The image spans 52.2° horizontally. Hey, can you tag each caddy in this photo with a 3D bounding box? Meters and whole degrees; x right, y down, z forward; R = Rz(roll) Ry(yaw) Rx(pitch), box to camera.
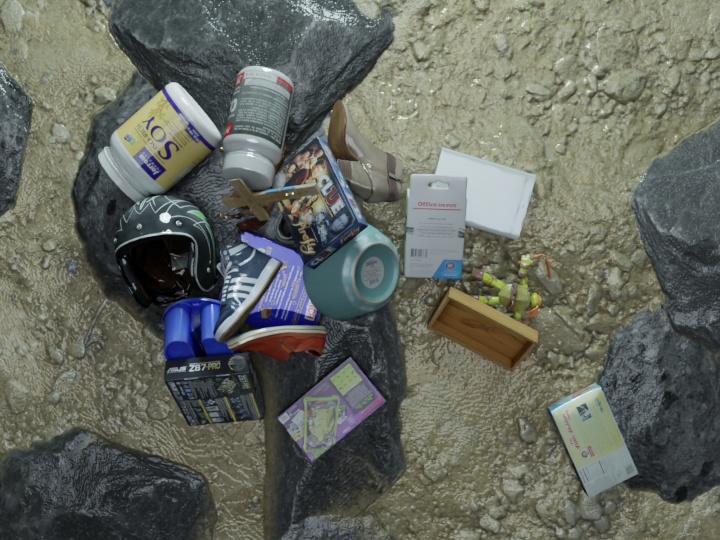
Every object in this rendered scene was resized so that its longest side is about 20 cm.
[{"bbox_3d":[-0.300,0.128,1.403,0.138,0.202,0.107,-5,54,-2],"label":"caddy"}]

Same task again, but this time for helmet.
[{"bbox_3d":[-0.363,-0.044,1.372,0.196,0.200,0.194,-16,104,1],"label":"helmet"}]

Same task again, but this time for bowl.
[{"bbox_3d":[0.000,0.000,1.385,0.198,0.104,0.205,-7,101,-39],"label":"bowl"}]

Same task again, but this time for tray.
[{"bbox_3d":[0.242,0.117,1.460,0.197,0.037,0.099,28,131,-3],"label":"tray"}]

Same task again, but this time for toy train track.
[{"bbox_3d":[-0.163,-0.144,1.336,0.196,0.115,0.033,-5,53,24],"label":"toy train track"}]

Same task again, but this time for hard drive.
[{"bbox_3d":[0.237,-0.152,1.463,0.196,0.026,0.135,16,95,-3],"label":"hard drive"}]

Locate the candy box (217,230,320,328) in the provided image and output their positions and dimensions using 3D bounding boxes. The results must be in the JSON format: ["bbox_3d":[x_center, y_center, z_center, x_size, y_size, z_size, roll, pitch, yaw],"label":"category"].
[{"bbox_3d":[-0.164,0.034,1.448,0.197,0.077,0.172,21,93,-2],"label":"candy box"}]

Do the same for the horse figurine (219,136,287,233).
[{"bbox_3d":[-0.208,-0.165,1.429,0.130,0.050,0.205,2,79,-19],"label":"horse figurine"}]

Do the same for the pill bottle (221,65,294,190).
[{"bbox_3d":[-0.194,-0.264,1.371,0.111,0.114,0.204,10,74,-2],"label":"pill bottle"}]

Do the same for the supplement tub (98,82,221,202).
[{"bbox_3d":[-0.377,-0.236,1.383,0.199,0.145,0.146,-40,95,2],"label":"supplement tub"}]

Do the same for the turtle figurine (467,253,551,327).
[{"bbox_3d":[0.292,0.059,1.462,0.158,0.064,0.204,10,107,5],"label":"turtle figurine"}]

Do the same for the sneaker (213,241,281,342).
[{"bbox_3d":[-0.237,0.032,1.340,0.108,0.070,0.201,33,53,-1],"label":"sneaker"}]

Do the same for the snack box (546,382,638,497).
[{"bbox_3d":[0.476,0.349,1.508,0.114,0.037,0.203,-25,95,1],"label":"snack box"}]

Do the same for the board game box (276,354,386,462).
[{"bbox_3d":[-0.059,0.281,1.497,0.199,0.032,0.121,-39,91,3],"label":"board game box"}]

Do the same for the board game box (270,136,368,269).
[{"bbox_3d":[-0.082,-0.125,1.346,0.135,0.034,0.202,-37,62,20],"label":"board game box"}]

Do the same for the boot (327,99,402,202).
[{"bbox_3d":[0.013,-0.224,1.425,0.144,0.070,0.204,12,65,-26],"label":"boot"}]

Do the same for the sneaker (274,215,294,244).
[{"bbox_3d":[-0.089,-0.128,1.433,0.074,0.080,0.200,42,91,-2],"label":"sneaker"}]

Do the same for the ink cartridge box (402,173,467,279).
[{"bbox_3d":[0.144,-0.091,1.424,0.113,0.067,0.204,2,108,1],"label":"ink cartridge box"}]

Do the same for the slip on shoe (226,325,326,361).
[{"bbox_3d":[-0.150,0.136,1.355,0.197,0.074,0.063,1,80,-31],"label":"slip on shoe"}]

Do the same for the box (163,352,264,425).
[{"bbox_3d":[-0.276,0.233,1.414,0.158,0.202,0.050,-4,54,1],"label":"box"}]
